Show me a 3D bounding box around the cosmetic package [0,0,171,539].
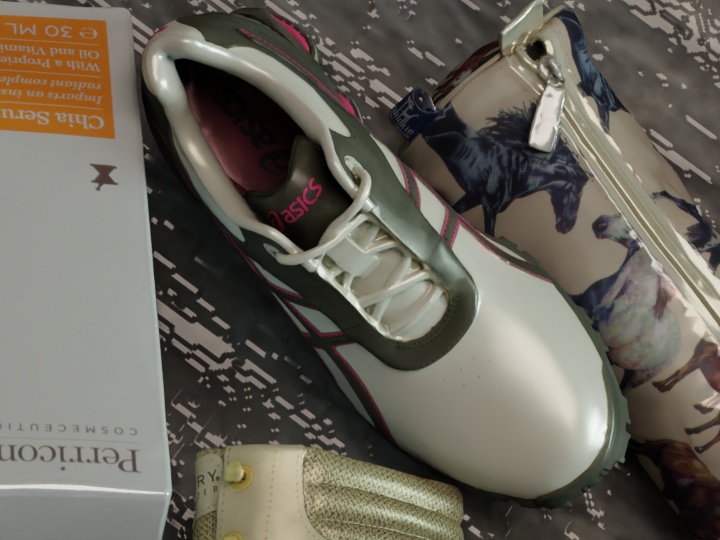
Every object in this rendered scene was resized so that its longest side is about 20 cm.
[{"bbox_3d":[-0.116,0.008,0.790,0.101,0.071,0.201,2,48,-14],"label":"cosmetic package"}]

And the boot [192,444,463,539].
[{"bbox_3d":[-0.055,0.131,0.792,0.199,0.073,0.156,3,69,-16],"label":"boot"}]

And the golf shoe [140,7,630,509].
[{"bbox_3d":[0.000,0.000,0.819,0.200,0.088,0.077,45,98,9],"label":"golf shoe"}]

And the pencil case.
[{"bbox_3d":[0.096,0.006,0.871,0.078,0.089,0.200,-37,82,-11],"label":"pencil case"}]
